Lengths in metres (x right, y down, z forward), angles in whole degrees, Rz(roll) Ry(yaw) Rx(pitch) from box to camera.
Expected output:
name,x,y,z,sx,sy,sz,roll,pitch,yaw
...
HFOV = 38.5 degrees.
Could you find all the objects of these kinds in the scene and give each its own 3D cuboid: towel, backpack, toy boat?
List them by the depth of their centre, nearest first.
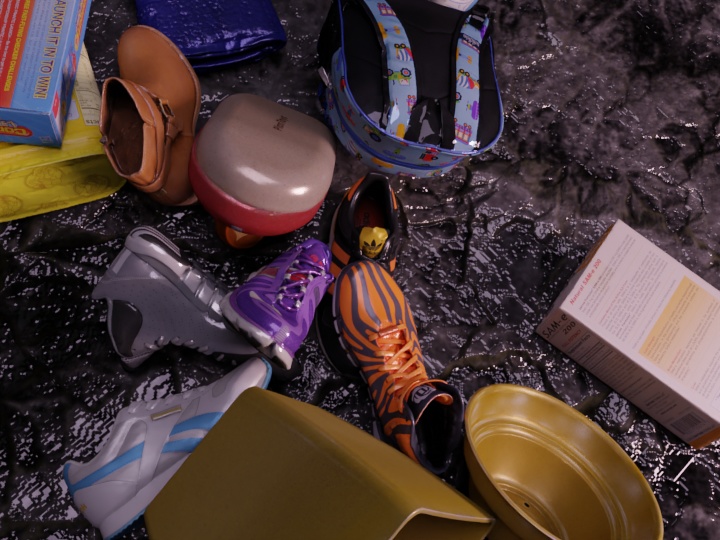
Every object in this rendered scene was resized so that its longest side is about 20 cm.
name,x,y,z,sx,sy,sz,roll,pitch,yaw
toy boat,-0.100,-0.080,0.979,0.130,0.131,0.200,21,22,-5
backpack,0.046,-0.171,1.015,0.182,0.135,0.201,10,53,-19
towel,-0.178,-0.303,1.104,0.147,0.050,0.201,-14,71,-21

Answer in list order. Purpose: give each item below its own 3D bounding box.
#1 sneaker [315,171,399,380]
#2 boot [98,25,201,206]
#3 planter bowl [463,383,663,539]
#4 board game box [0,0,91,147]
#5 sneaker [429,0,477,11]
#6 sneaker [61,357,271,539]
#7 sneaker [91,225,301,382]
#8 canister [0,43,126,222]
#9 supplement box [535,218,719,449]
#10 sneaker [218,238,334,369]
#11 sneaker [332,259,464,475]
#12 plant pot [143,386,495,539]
name,x,y,z,sx,sy,sz,roll,pitch,yaw
sneaker,0.000,0.000,0.977,0.070,0.090,0.201,8,65,-8
boot,-0.202,-0.158,0.956,0.073,0.155,0.201,-26,80,11
planter bowl,0.157,0.199,0.904,0.200,0.084,0.201,25,28,-14
board game box,-0.355,-0.217,0.930,0.195,0.056,0.201,5,64,-4
sneaker,0.069,-0.369,1.181,0.072,0.072,0.201,3,52,-49
sneaker,-0.160,0.136,0.878,0.200,0.077,0.081,-41,82,-15
sneaker,-0.158,0.061,0.939,0.200,0.075,0.116,41,92,-10
canister,-0.320,-0.162,0.987,0.148,0.087,0.201,-15,68,-16
supplement box,0.293,0.063,1.020,0.200,0.074,0.126,37,64,6
sneaker,-0.065,0.015,0.902,0.081,0.200,0.083,41,107,-11
sneaker,0.042,0.085,0.901,0.077,0.112,0.201,-22,96,-19
plant pot,-0.046,0.205,0.800,0.176,0.200,0.200,41,94,27
